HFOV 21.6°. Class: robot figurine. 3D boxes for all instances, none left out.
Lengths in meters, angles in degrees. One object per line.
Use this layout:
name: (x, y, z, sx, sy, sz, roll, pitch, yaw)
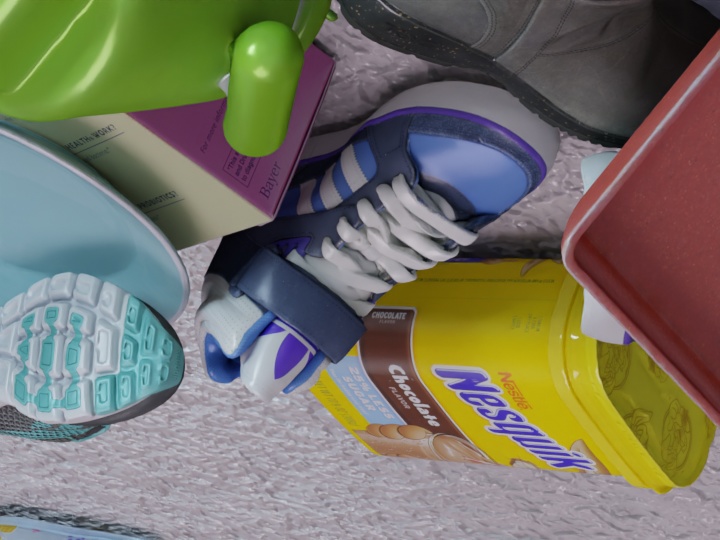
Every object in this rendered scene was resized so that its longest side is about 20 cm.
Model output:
robot figurine: (-0.089, -0.119, 0.723, 0.116, 0.200, 0.175, -45, 73, 32)

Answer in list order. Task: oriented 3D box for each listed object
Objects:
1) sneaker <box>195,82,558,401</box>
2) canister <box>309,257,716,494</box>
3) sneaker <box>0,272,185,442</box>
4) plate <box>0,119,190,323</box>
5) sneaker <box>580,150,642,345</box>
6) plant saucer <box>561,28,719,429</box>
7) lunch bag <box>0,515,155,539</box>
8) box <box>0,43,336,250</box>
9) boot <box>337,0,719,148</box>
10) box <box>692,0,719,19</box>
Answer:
sneaker: (0.000, 0.000, 0.900, 0.081, 0.146, 0.200, 39, 148, -30)
canister: (0.076, 0.052, 1.029, 0.200, 0.087, 0.149, 1, 147, 36)
sneaker: (-0.145, 0.051, 0.950, 0.200, 0.078, 0.091, -4, 161, 45)
plate: (-0.173, -0.029, 0.905, 0.200, 0.026, 0.200, 16, 152, 9)
sneaker: (0.170, -0.007, 0.792, 0.146, 0.081, 0.200, 0, 175, 12)
plant saucer: (0.179, -0.032, 0.718, 0.200, 0.200, 0.037, 43, 174, -36)
lunch bag: (-0.271, 0.313, 1.653, 0.200, 0.170, 0.127, 6, 153, 20)
box: (-0.149, -0.097, 0.898, 0.200, 0.097, 0.176, 35, 150, -28)
boot: (0.099, -0.104, 0.697, 0.200, 0.068, 0.131, 14, 160, -29)
box: (0.088, -0.202, 0.498, 0.198, 0.123, 0.200, 28, 144, -15)
